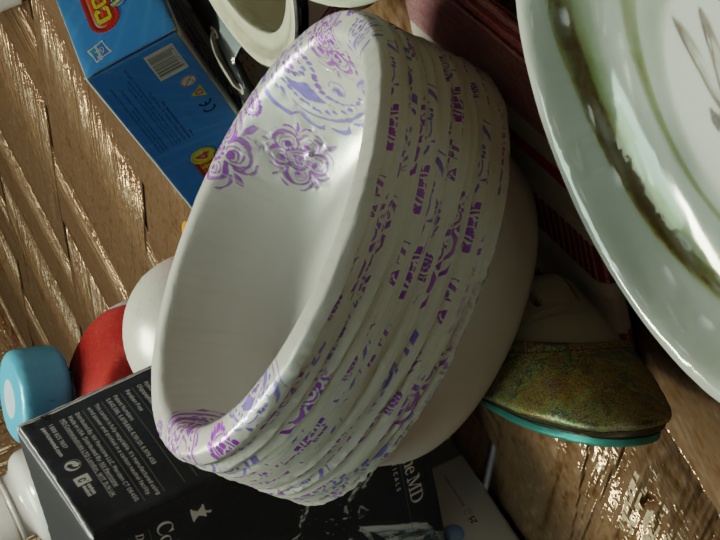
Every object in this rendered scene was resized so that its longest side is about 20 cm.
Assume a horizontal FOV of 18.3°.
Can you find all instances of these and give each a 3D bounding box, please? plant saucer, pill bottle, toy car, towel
[{"bbox_3d":[0.120,-0.047,0.739,0.201,0.050,0.201,58,165,26],"label":"plant saucer"},{"bbox_3d":[-0.319,0.232,2.461,0.112,0.199,0.112,58,164,27],"label":"pill bottle"},{"bbox_3d":[-0.106,0.043,1.354,0.177,0.183,0.201,-121,34,-43],"label":"toy car"},{"bbox_3d":[0.075,-0.033,0.983,0.144,0.023,0.201,48,159,45],"label":"towel"}]

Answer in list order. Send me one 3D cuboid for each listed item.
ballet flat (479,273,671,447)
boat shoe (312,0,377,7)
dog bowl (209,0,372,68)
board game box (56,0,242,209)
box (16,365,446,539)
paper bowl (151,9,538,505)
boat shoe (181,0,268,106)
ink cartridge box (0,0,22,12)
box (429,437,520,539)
[{"bbox_3d":[0.070,0.030,0.963,0.071,0.070,0.200,69,163,-12],"label":"ballet flat"},{"bbox_3d":[0.008,-0.189,0.862,0.202,0.072,0.061,112,172,-53],"label":"boat shoe"},{"bbox_3d":[-0.044,-0.198,1.035,0.201,0.073,0.201,59,165,26],"label":"dog bowl"},{"bbox_3d":[-0.122,-0.147,1.270,0.197,0.056,0.200,66,-174,30],"label":"board game box"},{"bbox_3d":[-0.064,0.151,1.266,0.124,0.196,0.201,43,152,50],"label":"box"},{"bbox_3d":[-0.001,0.001,0.941,0.104,0.202,0.201,24,-179,-22],"label":"paper bowl"},{"bbox_3d":[-0.051,-0.131,1.171,0.060,0.074,0.201,39,153,60],"label":"boat shoe"},{"bbox_3d":[-0.425,-0.273,2.033,0.147,0.199,0.084,69,168,-10],"label":"ink cartridge box"},{"bbox_3d":[0.066,0.187,1.331,0.200,0.041,0.156,55,161,34],"label":"box"}]
